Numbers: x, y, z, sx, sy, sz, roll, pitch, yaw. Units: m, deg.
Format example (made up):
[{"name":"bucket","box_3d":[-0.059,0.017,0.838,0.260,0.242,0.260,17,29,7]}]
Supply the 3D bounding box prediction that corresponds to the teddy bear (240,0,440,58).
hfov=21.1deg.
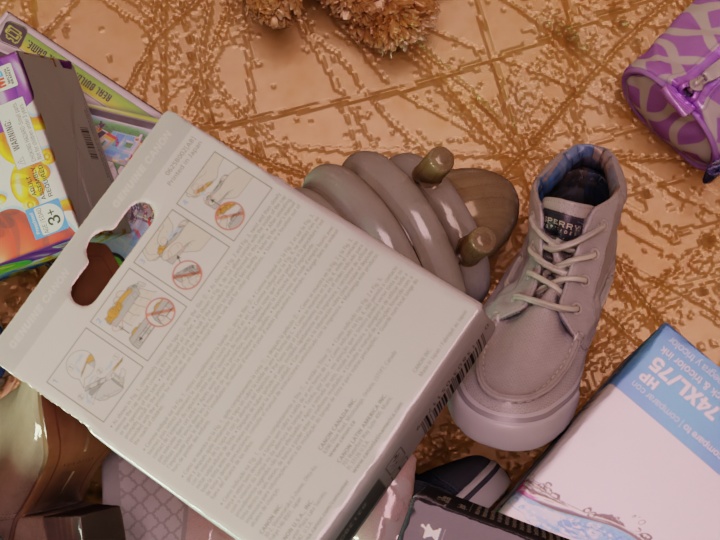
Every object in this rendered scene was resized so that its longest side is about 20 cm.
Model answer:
[{"name":"teddy bear","box_3d":[-0.032,-0.205,1.136,0.200,0.067,0.145,42,79,6]}]

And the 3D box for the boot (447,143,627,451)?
[{"name":"boot","box_3d":[0.096,0.005,1.027,0.073,0.200,0.096,12,122,9]}]

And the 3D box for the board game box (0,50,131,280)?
[{"name":"board game box","box_3d":[-0.244,-0.034,1.050,0.200,0.103,0.105,-20,89,9]}]

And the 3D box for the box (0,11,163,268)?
[{"name":"box","box_3d":[-0.154,-0.050,1.120,0.200,0.035,0.110,33,81,6]}]

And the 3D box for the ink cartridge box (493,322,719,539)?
[{"name":"ink cartridge box","box_3d":[0.142,0.158,1.026,0.146,0.147,0.200,41,81,6]}]

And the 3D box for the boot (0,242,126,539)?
[{"name":"boot","box_3d":[-0.183,0.091,1.041,0.070,0.146,0.201,6,80,-43]}]

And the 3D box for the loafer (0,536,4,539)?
[{"name":"loafer","box_3d":[-0.174,0.188,0.974,0.200,0.072,0.063,34,40,2]}]

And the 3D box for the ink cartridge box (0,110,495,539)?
[{"name":"ink cartridge box","box_3d":[-0.058,0.037,0.967,0.200,0.057,0.163,32,80,21]}]

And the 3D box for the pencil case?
[{"name":"pencil case","box_3d":[0.239,-0.148,1.119,0.084,0.086,0.200,42,80,17]}]

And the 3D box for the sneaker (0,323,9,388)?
[{"name":"sneaker","box_3d":[-0.292,0.073,1.066,0.200,0.089,0.079,-32,80,-7]}]

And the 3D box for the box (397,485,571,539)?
[{"name":"box","box_3d":[0.078,0.223,0.888,0.182,0.104,0.200,20,87,5]}]

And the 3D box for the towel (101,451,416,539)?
[{"name":"towel","box_3d":[-0.061,0.188,1.004,0.191,0.032,0.201,1,85,31]}]

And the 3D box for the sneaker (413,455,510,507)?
[{"name":"sneaker","box_3d":[-0.016,0.145,1.061,0.200,0.078,0.080,-33,87,-5]}]

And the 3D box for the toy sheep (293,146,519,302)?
[{"name":"toy sheep","box_3d":[0.000,0.000,1.062,0.200,0.138,0.138,-24,80,-15]}]
